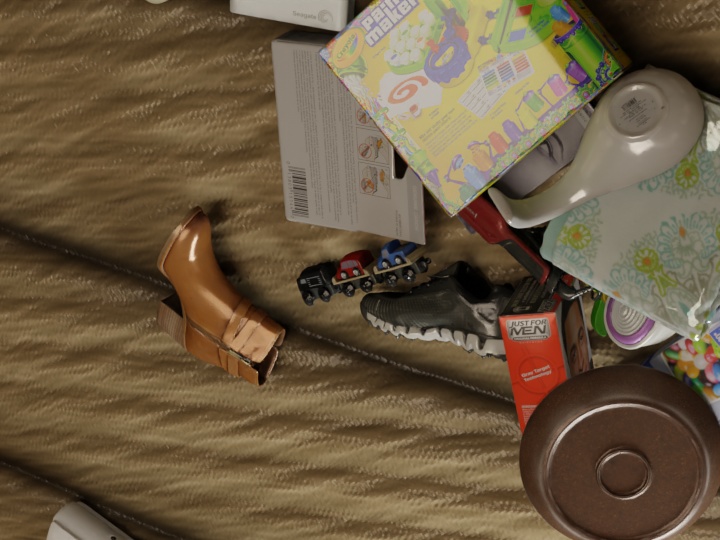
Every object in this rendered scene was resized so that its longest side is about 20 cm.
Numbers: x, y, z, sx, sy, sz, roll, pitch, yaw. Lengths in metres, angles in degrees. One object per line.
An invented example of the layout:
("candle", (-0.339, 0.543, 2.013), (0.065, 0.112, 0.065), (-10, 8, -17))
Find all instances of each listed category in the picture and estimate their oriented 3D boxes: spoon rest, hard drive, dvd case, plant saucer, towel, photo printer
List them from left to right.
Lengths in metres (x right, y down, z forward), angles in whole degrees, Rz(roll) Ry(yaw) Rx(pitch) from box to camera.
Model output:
("photo printer", (-0.344, 0.431, 1.983), (0.199, 0.069, 0.167), (32, 127, 16))
("hard drive", (-0.066, -0.345, 1.434), (0.131, 0.027, 0.201), (13, 120, 17))
("dvd case", (0.131, -0.143, 1.423), (0.200, 0.016, 0.149), (-38, 89, 39))
("spoon rest", (0.209, -0.103, 1.278), (0.199, 0.061, 0.100), (-33, 61, 8))
("plant saucer", (0.252, 0.189, 1.398), (0.198, 0.035, 0.202), (2, 111, 6))
("towel", (0.271, -0.064, 1.285), (0.171, 0.048, 0.201), (31, 98, 32))

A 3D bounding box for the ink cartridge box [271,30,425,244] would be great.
("ink cartridge box", (-0.003, -0.137, 1.495), (0.175, 0.045, 0.202), (12, 119, 29))

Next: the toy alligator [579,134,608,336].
("toy alligator", (0.243, -0.035, 1.386), (0.054, 0.059, 0.202), (-9, 108, -11))

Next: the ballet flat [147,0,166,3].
("ballet flat", (-0.194, -0.344, 1.502), (0.070, 0.069, 0.200), (48, 129, 3))

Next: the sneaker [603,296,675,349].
("sneaker", (0.300, -0.018, 1.348), (0.075, 0.099, 0.201), (41, 108, 33))

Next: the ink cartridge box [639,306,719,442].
("ink cartridge box", (0.349, 0.104, 1.391), (0.120, 0.042, 0.200), (49, 131, 3))

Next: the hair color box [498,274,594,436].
("hair color box", (0.195, 0.115, 1.451), (0.061, 0.102, 0.202), (-5, 111, 24))

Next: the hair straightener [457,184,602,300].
("hair straightener", (0.166, -0.035, 1.398), (0.200, 0.077, 0.041), (42, 127, 32))

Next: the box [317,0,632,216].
("box", (0.106, -0.192, 1.309), (0.200, 0.122, 0.193), (-39, 89, 19))

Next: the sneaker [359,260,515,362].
("sneaker", (0.086, 0.031, 1.512), (0.199, 0.066, 0.091), (12, 104, 37))

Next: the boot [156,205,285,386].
("boot", (-0.157, 0.035, 1.658), (0.155, 0.077, 0.201), (31, 129, 19))

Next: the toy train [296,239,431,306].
("toy train", (0.000, 0.000, 1.551), (0.199, 0.034, 0.046), (-14, 105, 47))
